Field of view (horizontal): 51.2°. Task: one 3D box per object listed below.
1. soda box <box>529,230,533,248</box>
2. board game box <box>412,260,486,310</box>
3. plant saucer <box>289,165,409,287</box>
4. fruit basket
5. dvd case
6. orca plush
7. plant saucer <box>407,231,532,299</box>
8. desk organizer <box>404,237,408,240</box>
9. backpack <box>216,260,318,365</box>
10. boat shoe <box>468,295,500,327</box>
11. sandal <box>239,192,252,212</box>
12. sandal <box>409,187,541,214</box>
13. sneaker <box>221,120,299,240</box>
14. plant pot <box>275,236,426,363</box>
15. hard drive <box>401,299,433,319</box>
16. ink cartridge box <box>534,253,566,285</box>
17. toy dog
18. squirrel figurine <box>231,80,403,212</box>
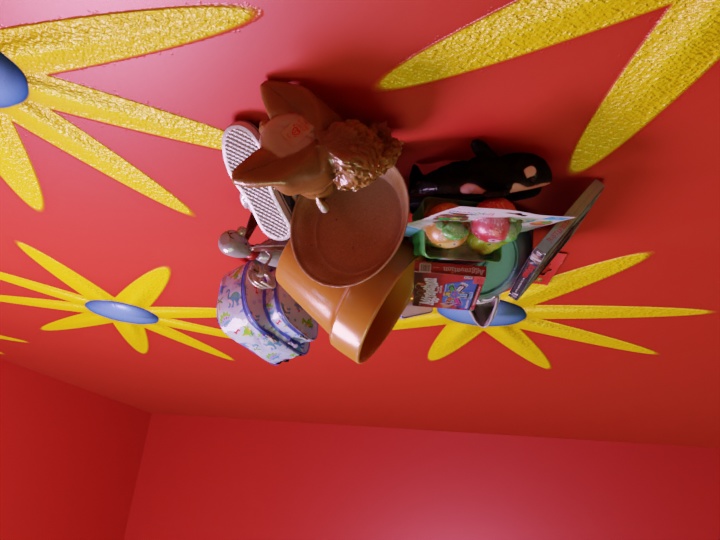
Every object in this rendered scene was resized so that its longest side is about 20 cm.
[{"bbox_3d":[0.186,-0.042,1.258,0.199,0.064,0.068,4,159,8],"label":"soda box"},{"bbox_3d":[0.132,0.026,1.150,0.102,0.020,0.200,6,164,5],"label":"board game box"},{"bbox_3d":[-0.010,-0.070,1.070,0.199,0.201,0.035,-6,163,31],"label":"plant saucer"},{"bbox_3d":[0.162,-0.056,1.039,0.184,0.094,0.200,3,177,-26],"label":"fruit basket"},{"bbox_3d":[0.292,-0.040,1.136,0.022,0.146,0.200,39,163,15],"label":"dvd case"},{"bbox_3d":[0.159,-0.149,1.034,0.199,0.071,0.105,5,-154,32],"label":"orca plush"},{"bbox_3d":[0.173,-0.028,1.202,0.199,0.027,0.201,5,126,7],"label":"plant saucer"},{"bbox_3d":[0.075,0.000,1.399,0.077,0.072,0.200,15,158,-24],"label":"desk organizer"},{"bbox_3d":[-0.183,0.072,1.529,0.147,0.184,0.200,-26,138,30],"label":"backpack"},{"bbox_3d":[0.217,0.048,1.346,0.074,0.065,0.202,3,163,11],"label":"boat shoe"},{"bbox_3d":[-0.101,-0.102,1.234,0.202,0.050,0.082,28,135,-30],"label":"sandal"},{"bbox_3d":[0.166,-0.117,1.115,0.199,0.045,0.075,-11,161,8],"label":"sandal"},{"bbox_3d":[-0.140,-0.145,1.106,0.078,0.080,0.201,2,133,23],"label":"sneaker"},{"bbox_3d":[-0.025,0.013,1.175,0.183,0.201,0.200,31,163,13],"label":"plant pot"},{"bbox_3d":[0.032,0.072,1.554,0.199,0.026,0.132,5,-175,33],"label":"hard drive"},{"bbox_3d":[0.261,0.007,1.384,0.199,0.050,0.161,8,159,4],"label":"ink cartridge box"},{"bbox_3d":[-0.144,-0.049,1.303,0.132,0.096,0.200,42,-161,13],"label":"toy dog"},{"bbox_3d":[-0.046,-0.141,0.994,0.199,0.142,0.187,6,166,12],"label":"squirrel figurine"}]
